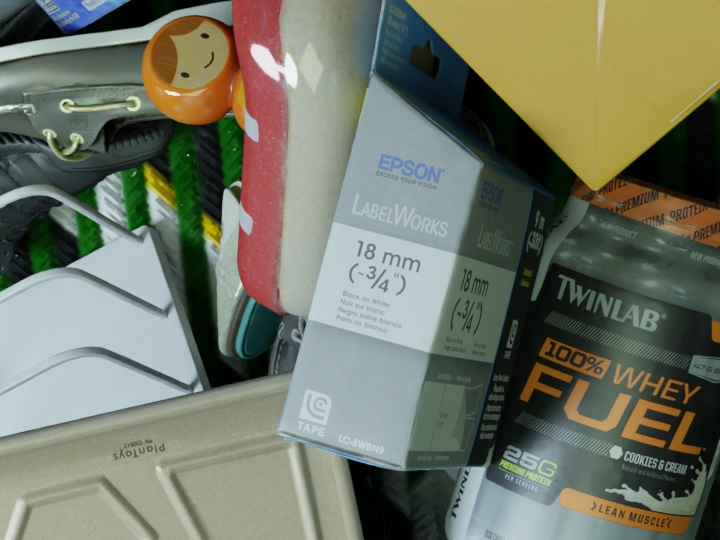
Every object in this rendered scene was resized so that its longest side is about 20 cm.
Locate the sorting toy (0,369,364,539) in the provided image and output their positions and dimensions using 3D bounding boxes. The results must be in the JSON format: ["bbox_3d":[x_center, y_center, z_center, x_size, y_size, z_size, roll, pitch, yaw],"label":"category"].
[{"bbox_3d":[-0.087,0.155,0.999,0.184,0.036,0.201,-12,104,-7],"label":"sorting toy"}]

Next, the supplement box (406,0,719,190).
[{"bbox_3d":[0.095,-0.179,0.956,0.197,0.200,0.133,44,115,-10],"label":"supplement box"}]

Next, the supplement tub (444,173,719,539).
[{"bbox_3d":[0.124,0.057,1.049,0.122,0.123,0.201,16,96,3],"label":"supplement tub"}]

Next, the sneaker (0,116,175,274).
[{"bbox_3d":[-0.196,-0.042,1.154,0.199,0.060,0.104,-10,141,-7],"label":"sneaker"}]

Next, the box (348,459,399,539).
[{"bbox_3d":[-0.030,0.218,1.200,0.114,0.132,0.201,-17,110,18],"label":"box"}]

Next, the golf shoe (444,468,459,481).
[{"bbox_3d":[0.074,0.088,1.159,0.092,0.073,0.201,-13,102,21],"label":"golf shoe"}]

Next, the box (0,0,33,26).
[{"bbox_3d":[-0.274,-0.154,1.023,0.106,0.200,0.153,-33,90,23],"label":"box"}]

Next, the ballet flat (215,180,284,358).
[{"bbox_3d":[-0.037,-0.047,1.130,0.062,0.067,0.200,39,115,23],"label":"ballet flat"}]

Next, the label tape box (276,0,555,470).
[{"bbox_3d":[0.037,-0.014,0.958,0.063,0.144,0.201,14,90,18],"label":"label tape box"}]

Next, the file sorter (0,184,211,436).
[{"bbox_3d":[-0.162,0.079,1.104,0.138,0.124,0.201,-27,67,14],"label":"file sorter"}]

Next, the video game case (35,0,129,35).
[{"bbox_3d":[-0.148,-0.206,0.974,0.181,0.045,0.200,50,154,-14],"label":"video game case"}]

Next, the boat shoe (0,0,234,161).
[{"bbox_3d":[-0.132,-0.089,1.078,0.201,0.072,0.061,-12,89,2],"label":"boat shoe"}]

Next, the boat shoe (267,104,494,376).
[{"bbox_3d":[0.000,0.000,1.104,0.067,0.057,0.200,32,97,22],"label":"boat shoe"}]

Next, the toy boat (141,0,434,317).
[{"bbox_3d":[-0.042,-0.084,0.997,0.130,0.131,0.201,18,131,15],"label":"toy boat"}]

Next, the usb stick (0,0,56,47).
[{"bbox_3d":[-0.173,-0.152,1.115,0.055,0.033,0.200,45,115,-3],"label":"usb stick"}]
